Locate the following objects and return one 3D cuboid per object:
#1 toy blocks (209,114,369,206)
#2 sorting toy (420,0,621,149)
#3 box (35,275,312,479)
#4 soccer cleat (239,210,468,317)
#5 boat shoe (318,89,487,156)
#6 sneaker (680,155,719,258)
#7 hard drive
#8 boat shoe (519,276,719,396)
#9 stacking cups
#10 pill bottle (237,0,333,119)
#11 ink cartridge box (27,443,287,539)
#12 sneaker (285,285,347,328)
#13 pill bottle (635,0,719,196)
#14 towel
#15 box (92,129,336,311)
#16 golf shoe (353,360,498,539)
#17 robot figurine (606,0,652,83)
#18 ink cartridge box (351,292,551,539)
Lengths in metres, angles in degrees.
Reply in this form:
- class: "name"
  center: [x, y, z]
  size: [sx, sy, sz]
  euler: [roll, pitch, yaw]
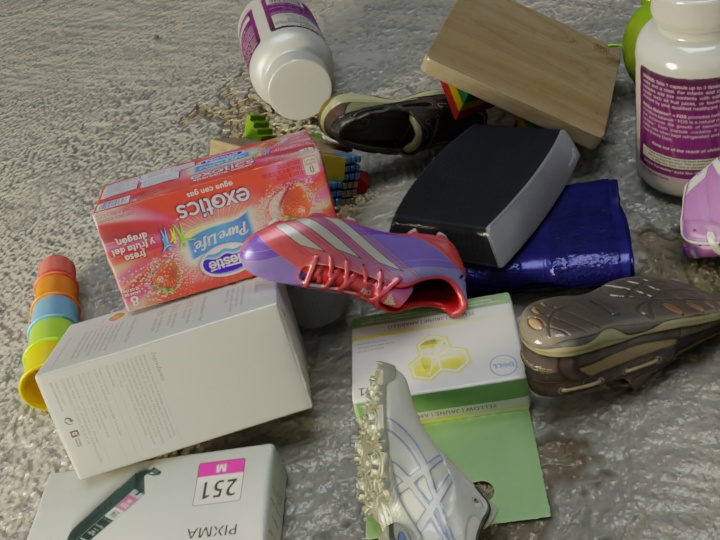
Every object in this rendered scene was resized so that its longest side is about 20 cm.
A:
- class: "toy blocks"
  center: [-0.062, -0.107, 0.929]
  size: [0.136, 0.100, 0.200]
  euler: [19, 20, 34]
- class: "sorting toy"
  center: [0.176, -0.215, 0.965]
  size: [0.199, 0.070, 0.199]
  euler: [25, 45, 1]
- class: "box"
  center: [-0.151, 0.080, 0.737]
  size: [0.199, 0.098, 0.124]
  euler: [-17, 16, -1]
- class: "soccer cleat"
  center: [0.000, 0.000, 0.720]
  size: [0.199, 0.067, 0.077]
  euler: [4, 48, -25]
- class: "boat shoe"
  center: [0.055, -0.158, 0.963]
  size: [0.199, 0.073, 0.065]
  euler: [-6, 39, -16]
- class: "sneaker"
  center: [0.347, -0.014, 0.746]
  size: [0.114, 0.073, 0.201]
  euler: [-34, 49, 31]
- class: "hard drive"
  center: [0.121, -0.082, 0.839]
  size: [0.134, 0.042, 0.200]
  euler: [11, 42, 32]
- class: "boat shoe"
  center: [0.211, 0.055, 0.699]
  size: [0.199, 0.074, 0.075]
  euler: [-7, 28, -21]
- class: "stacking cups"
  center: [-0.317, 0.056, 0.884]
  size: [0.060, 0.061, 0.200]
  euler: [-21, 38, -6]
- class: "pill bottle"
  center: [-0.097, -0.283, 1.146]
  size: [0.112, 0.113, 0.200]
  euler: [-18, 40, -2]
- class: "ink cartridge box"
  center: [-0.162, 0.225, 0.652]
  size: [0.199, 0.044, 0.174]
  euler: [-9, 40, 8]
- class: "sneaker"
  center: [-0.095, -0.002, 0.865]
  size: [0.199, 0.076, 0.114]
  euler: [3, 39, 20]
- class: "pill bottle"
  center: [0.317, -0.179, 0.812]
  size: [0.112, 0.201, 0.113]
  euler: [-9, 41, 8]
- class: "towel"
  center: [0.156, -0.025, 0.829]
  size: [0.199, 0.050, 0.148]
  euler: [-5, 35, 14]
- class: "box"
  center: [-0.126, -0.049, 0.777]
  size: [0.199, 0.095, 0.103]
  euler: [-17, 22, -6]
- class: "golf shoe"
  center: [0.048, 0.161, 0.626]
  size: [0.097, 0.078, 0.201]
  euler: [0, 60, -11]
- class: "robot figurine"
  center: [0.383, -0.262, 0.960]
  size: [0.199, 0.116, 0.176]
  euler: [-22, 53, -6]
- class: "ink cartridge box"
  center: [0.067, 0.111, 0.703]
  size: [0.145, 0.048, 0.200]
  euler: [-9, 39, 7]
